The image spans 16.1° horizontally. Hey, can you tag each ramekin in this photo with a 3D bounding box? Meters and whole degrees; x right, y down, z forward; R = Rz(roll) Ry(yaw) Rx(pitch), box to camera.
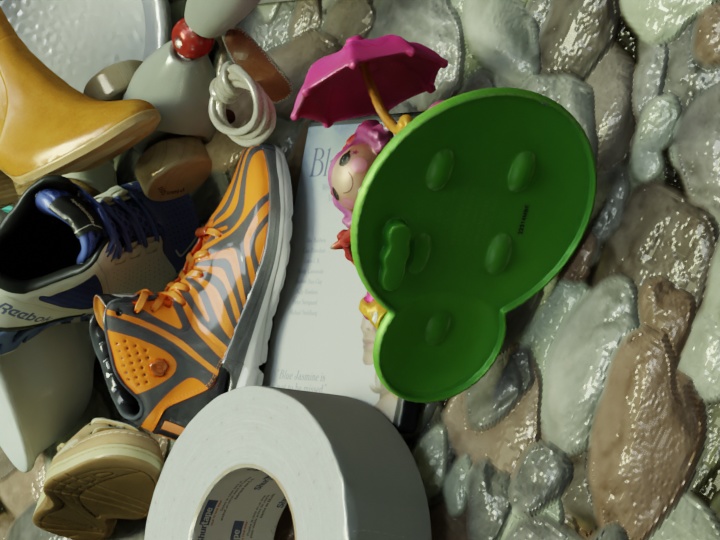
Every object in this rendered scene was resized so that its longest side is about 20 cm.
[{"bbox_3d":[-0.224,-0.166,1.767,0.098,0.200,0.201,-41,-27,-82],"label":"ramekin"}]

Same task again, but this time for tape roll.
[{"bbox_3d":[-0.047,0.170,1.527,0.200,0.066,0.200,-14,72,49],"label":"tape roll"}]

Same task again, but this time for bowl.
[{"bbox_3d":[-0.235,0.032,1.766,0.201,0.090,0.201,57,163,29],"label":"bowl"}]

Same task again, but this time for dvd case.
[{"bbox_3d":[0.000,0.000,1.585,0.143,0.018,0.200,-1,76,51],"label":"dvd case"}]

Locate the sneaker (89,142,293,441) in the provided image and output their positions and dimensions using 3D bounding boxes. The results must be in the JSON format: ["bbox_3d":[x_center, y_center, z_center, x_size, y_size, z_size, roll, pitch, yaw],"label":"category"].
[{"bbox_3d":[-0.110,0.008,1.626,0.078,0.112,0.200,151,130,-74],"label":"sneaker"}]

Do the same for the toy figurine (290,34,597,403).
[{"bbox_3d":[0.025,-0.053,1.495,0.184,0.150,0.200,-129,45,-52],"label":"toy figurine"}]

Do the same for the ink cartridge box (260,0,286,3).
[{"bbox_3d":[-0.033,-0.258,1.665,0.200,0.084,0.146,1,77,51],"label":"ink cartridge box"}]

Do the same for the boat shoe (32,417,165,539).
[{"bbox_3d":[-0.170,0.126,1.666,0.200,0.071,0.065,143,145,-64],"label":"boat shoe"}]

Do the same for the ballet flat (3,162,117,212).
[{"bbox_3d":[-0.216,-0.054,1.838,0.200,0.068,0.072,11,65,55],"label":"ballet flat"}]

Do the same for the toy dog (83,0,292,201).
[{"bbox_3d":[-0.093,-0.129,1.644,0.200,0.096,0.132,-24,83,51],"label":"toy dog"}]

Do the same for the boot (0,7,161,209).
[{"bbox_3d":[-0.223,-0.125,1.650,0.201,0.071,0.144,-20,88,41],"label":"boot"}]

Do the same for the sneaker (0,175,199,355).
[{"bbox_3d":[-0.176,-0.015,1.650,0.081,0.199,0.115,57,143,10],"label":"sneaker"}]
